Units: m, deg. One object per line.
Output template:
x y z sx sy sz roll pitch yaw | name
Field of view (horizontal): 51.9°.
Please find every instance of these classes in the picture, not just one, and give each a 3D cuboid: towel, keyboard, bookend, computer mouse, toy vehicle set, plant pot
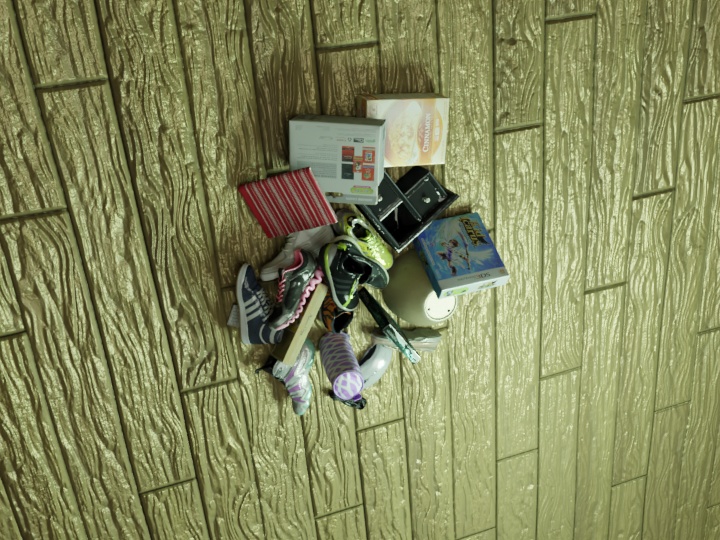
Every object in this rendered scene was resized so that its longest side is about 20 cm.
-0.160 -0.147 1.618 0.200 0.022 0.145 -10 123 31 | towel
-0.218 0.123 1.784 0.200 0.011 0.056 12 106 -25 | keyboard
0.090 -0.185 1.729 0.200 0.092 0.199 -42 119 -2 | bookend
0.015 0.272 1.917 0.110 0.044 0.200 32 97 -28 | computer mouse
-0.143 0.119 1.718 0.026 0.124 0.200 26 85 -18 | toy vehicle set
0.172 0.057 1.838 0.200 0.134 0.201 -8 113 -19 | plant pot

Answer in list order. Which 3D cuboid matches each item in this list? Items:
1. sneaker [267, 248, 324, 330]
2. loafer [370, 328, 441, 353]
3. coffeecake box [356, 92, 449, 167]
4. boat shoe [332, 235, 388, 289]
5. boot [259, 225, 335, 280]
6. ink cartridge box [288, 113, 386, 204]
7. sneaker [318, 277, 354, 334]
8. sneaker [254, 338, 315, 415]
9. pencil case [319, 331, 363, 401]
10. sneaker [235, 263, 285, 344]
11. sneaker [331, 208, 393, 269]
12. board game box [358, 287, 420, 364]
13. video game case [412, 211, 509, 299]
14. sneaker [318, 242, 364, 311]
-0.159 0.038 1.648 0.095 0.079 0.200 41 71 -27 | sneaker
0.116 0.188 1.909 0.200 0.072 0.063 2 114 -25 | loafer
0.093 -0.320 1.686 0.200 0.073 0.154 -6 114 -18 | coffeecake box
0.002 -0.001 1.738 0.074 0.066 0.199 -17 137 22 | boat shoe
-0.156 -0.060 1.706 0.200 0.074 0.096 -30 113 -17 | boot
-0.051 -0.242 1.611 0.200 0.084 0.176 6 112 7 | ink cartridge box
-0.049 0.059 1.764 0.077 0.112 0.200 -6 112 -19 | sneaker
-0.192 0.262 1.820 0.140 0.078 0.200 1 101 -20 | sneaker
-0.047 0.226 1.791 0.084 0.200 0.086 -22 119 0 | pencil case
-0.222 0.080 1.698 0.108 0.070 0.200 5 112 13 | sneaker
0.011 -0.063 1.754 0.200 0.076 0.075 42 81 -31 | sneaker
0.067 0.132 1.789 0.028 0.200 0.135 -40 119 3 | board game box
0.238 -0.040 1.793 0.181 0.200 0.045 -11 150 -17 | video game case
-0.029 0.019 1.654 0.083 0.072 0.200 0 137 26 | sneaker
